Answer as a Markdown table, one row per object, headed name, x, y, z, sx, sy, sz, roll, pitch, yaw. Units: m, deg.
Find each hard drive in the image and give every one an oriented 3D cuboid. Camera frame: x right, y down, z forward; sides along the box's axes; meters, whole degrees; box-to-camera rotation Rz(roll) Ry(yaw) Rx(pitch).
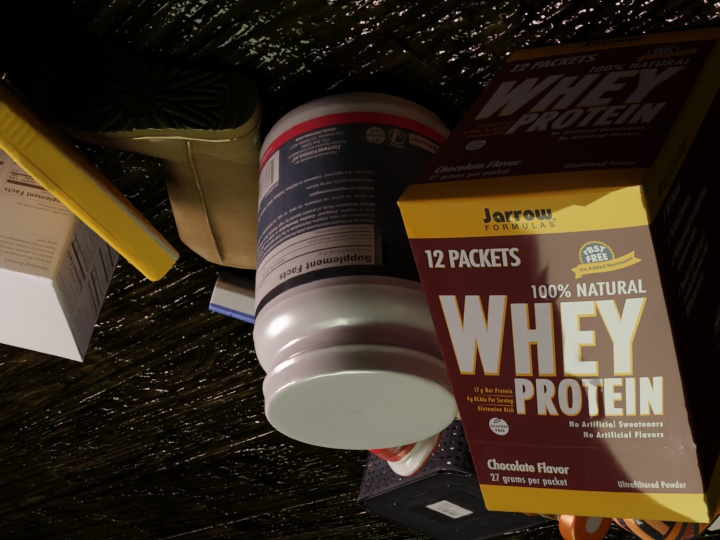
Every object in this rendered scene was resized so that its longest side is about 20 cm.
| name | x | y | z | sx | sy | sz | roll | pitch | yaw |
| --- | --- | --- | --- | --- | --- | --- | --- | --- | --- |
| hard drive | -0.027 | 0.045 | 1.140 | 0.197 | 0.026 | 0.132 | 17 | -177 | -5 |

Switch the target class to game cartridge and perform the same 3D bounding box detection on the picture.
| name | x | y | z | sx | sy | sz | roll | pitch | yaw |
| --- | --- | --- | --- | --- | --- | --- | --- | --- | --- |
| game cartridge | -0.228 | -0.090 | 0.936 | 0.176 | 0.032 | 0.200 | 41 | 178 | 43 |

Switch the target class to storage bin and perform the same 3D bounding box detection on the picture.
| name | x | y | z | sx | sy | sz | roll | pitch | yaw |
| --- | --- | --- | --- | --- | --- | --- | --- | --- | --- |
| storage bin | 0.100 | 0.196 | 1.351 | 0.134 | 0.095 | 0.200 | 25 | 150 | -20 |

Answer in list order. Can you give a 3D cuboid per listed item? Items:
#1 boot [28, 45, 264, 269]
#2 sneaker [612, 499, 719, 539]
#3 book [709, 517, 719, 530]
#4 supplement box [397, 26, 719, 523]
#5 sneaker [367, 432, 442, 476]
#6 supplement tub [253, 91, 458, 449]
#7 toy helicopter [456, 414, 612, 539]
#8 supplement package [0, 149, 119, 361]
| name | x | y | z | sx | sy | sz | roll | pitch | yaw |
| --- | --- | --- | --- | --- | --- | --- | --- | --- | --- |
| boot | -0.138 | -0.072 | 0.996 | 0.172 | 0.067 | 0.201 | 12 | 155 | 9 |
| sneaker | 0.222 | 0.115 | 1.007 | 0.077 | 0.202 | 0.112 | -16 | 132 | 41 |
| book | 0.338 | 0.186 | 1.273 | 0.132 | 0.049 | 0.200 | 26 | 153 | -12 |
| supplement box | 0.138 | -0.002 | 0.769 | 0.131 | 0.198 | 0.202 | -2 | 120 | 29 |
| sneaker | -0.013 | 0.088 | 1.126 | 0.115 | 0.079 | 0.200 | 37 | 176 | -26 |
| supplement tub | 0.000 | 0.000 | 0.889 | 0.138 | 0.203 | 0.141 | -1 | 151 | 0 |
| toy helicopter | 0.138 | 0.116 | 1.037 | 0.199 | 0.133 | 0.079 | 36 | 174 | -39 |
| supplement package | -0.317 | -0.024 | 1.124 | 0.197 | 0.112 | 0.156 | 13 | 153 | 5 |
